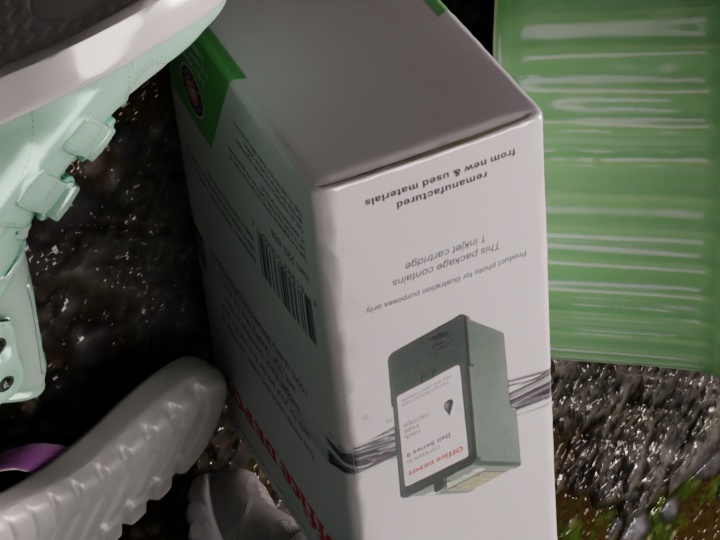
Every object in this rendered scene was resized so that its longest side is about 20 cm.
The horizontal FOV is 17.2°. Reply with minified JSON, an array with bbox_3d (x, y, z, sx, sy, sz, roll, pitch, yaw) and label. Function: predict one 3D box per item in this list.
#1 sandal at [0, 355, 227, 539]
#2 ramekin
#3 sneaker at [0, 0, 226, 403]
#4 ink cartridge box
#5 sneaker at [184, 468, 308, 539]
[{"bbox_3d":[-0.129,0.089,0.862,0.202,0.050,0.083,-33,153,-42],"label":"sandal"},{"bbox_3d":[0.103,-0.057,0.895,0.200,0.097,0.201,0,90,-83],"label":"ramekin"},{"bbox_3d":[-0.112,-0.026,0.772,0.200,0.074,0.118,-36,132,-10],"label":"sneaker"},{"bbox_3d":[0.000,0.000,0.845,0.084,0.146,0.201,-20,132,-16],"label":"ink cartridge box"},{"bbox_3d":[-0.005,0.137,0.902,0.082,0.200,0.075,-25,129,-12],"label":"sneaker"}]
